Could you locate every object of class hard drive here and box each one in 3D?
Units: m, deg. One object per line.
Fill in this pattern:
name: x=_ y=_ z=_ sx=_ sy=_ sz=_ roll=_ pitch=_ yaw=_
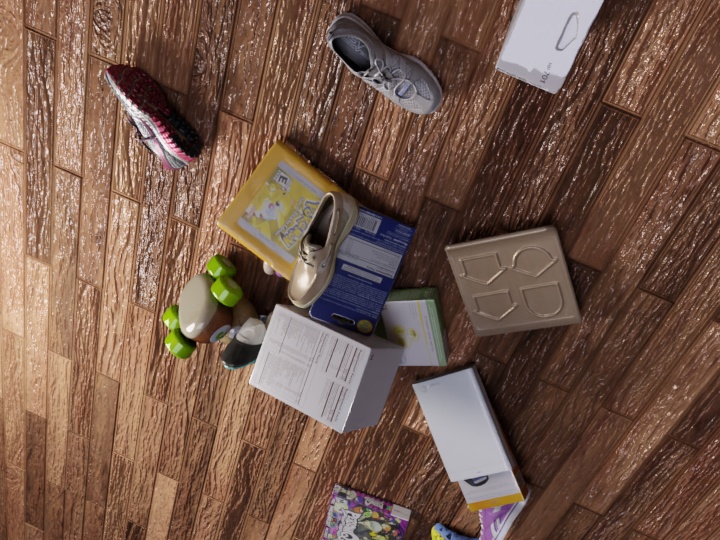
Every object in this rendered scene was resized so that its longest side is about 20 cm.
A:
hard drive: x=0.191 y=0.287 z=1.391 sx=0.131 sy=0.026 sz=0.202 roll=-21 pitch=93 yaw=30

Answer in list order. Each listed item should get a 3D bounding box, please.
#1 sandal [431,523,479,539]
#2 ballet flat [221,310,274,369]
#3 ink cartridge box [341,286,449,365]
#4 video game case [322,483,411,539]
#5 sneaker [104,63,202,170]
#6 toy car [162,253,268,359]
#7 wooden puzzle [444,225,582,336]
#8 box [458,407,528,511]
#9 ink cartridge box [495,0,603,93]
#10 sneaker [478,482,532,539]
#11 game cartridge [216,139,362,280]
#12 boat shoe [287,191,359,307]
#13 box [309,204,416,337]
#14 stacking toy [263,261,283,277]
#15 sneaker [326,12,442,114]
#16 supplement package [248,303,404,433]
sandal: x=0.241 y=0.607 z=1.595 sx=0.199 sy=0.087 sz=0.080 roll=35 pitch=152 yaw=20
ballet flat: x=-0.178 y=0.112 z=1.359 sx=0.067 sy=0.199 sz=0.069 roll=20 pitch=117 yaw=29
ink cartridge box: x=0.054 y=0.104 z=1.352 sx=0.197 sy=0.048 sz=0.147 roll=-3 pitch=121 yaw=19
video game case: x=0.010 y=0.584 z=1.686 sx=0.179 sy=0.036 sz=0.202 roll=17 pitch=126 yaw=7
sneaker: x=-0.359 y=-0.253 z=1.250 sx=0.074 sy=0.081 sz=0.201 roll=-25 pitch=111 yaw=33
toy car: x=-0.243 y=0.101 z=1.407 sx=0.199 sy=0.158 sz=0.164 roll=36 pitch=103 yaw=-32
wooden puzzle: x=0.253 y=0.016 z=1.226 sx=0.183 sy=0.047 sz=0.201 roll=-10 pitch=122 yaw=26
box: x=0.229 y=0.353 z=1.427 sx=0.118 sy=0.041 sz=0.202 roll=-22 pitch=91 yaw=30
ink cartridge box: x=0.239 y=-0.327 z=0.908 sx=0.085 sy=0.201 sz=0.148 roll=24 pitch=127 yaw=3
sneaker: x=0.258 y=0.480 z=1.514 sx=0.113 sy=0.073 sz=0.202 roll=25 pitch=117 yaw=9
game cartridge: x=-0.111 y=-0.087 z=1.246 sx=0.199 sy=0.032 sz=0.177 roll=37 pitch=95 yaw=-6
boat shoe: x=-0.072 y=-0.034 z=1.193 sx=0.072 sy=0.065 sz=0.202 roll=36 pitch=105 yaw=32
box: x=0.000 y=0.000 z=1.243 sx=0.120 sy=0.032 sz=0.202 roll=20 pitch=98 yaw=-13
stacking toy: x=-0.066 y=-0.004 z=1.308 sx=0.198 sy=0.086 sz=0.086 roll=19 pitch=126 yaw=3
sneaker: x=0.028 y=-0.288 z=1.084 sx=0.199 sy=0.082 sz=0.075 roll=34 pitch=127 yaw=-4
supplement package: x=-0.057 y=0.167 z=1.306 sx=0.198 sy=0.151 sz=0.152 roll=22 pitch=94 yaw=25
